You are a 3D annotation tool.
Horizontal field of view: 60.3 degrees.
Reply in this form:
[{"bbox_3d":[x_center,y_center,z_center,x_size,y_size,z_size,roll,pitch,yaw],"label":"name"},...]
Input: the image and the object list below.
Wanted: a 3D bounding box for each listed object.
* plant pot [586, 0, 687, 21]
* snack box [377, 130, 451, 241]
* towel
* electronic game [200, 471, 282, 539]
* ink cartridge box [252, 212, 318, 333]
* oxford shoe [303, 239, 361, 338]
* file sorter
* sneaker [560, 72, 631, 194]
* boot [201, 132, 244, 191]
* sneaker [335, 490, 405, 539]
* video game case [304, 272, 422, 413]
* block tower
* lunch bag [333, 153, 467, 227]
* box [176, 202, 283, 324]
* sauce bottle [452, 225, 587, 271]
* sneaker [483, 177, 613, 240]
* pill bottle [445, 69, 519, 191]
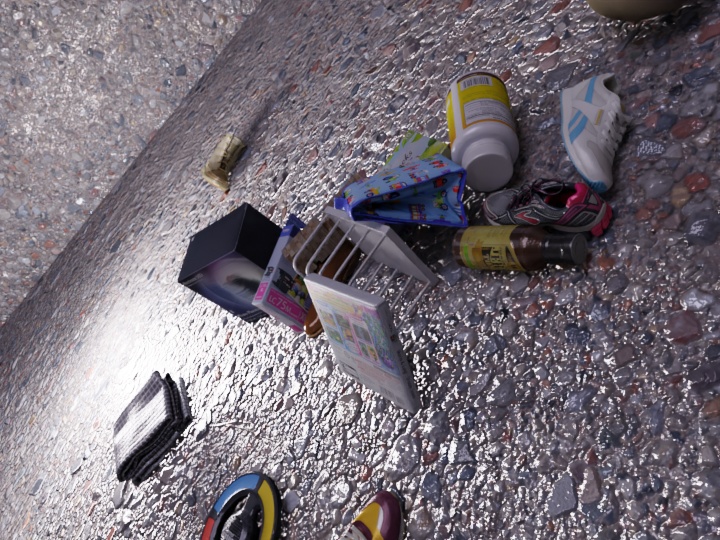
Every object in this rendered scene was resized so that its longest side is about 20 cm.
[{"bbox_3d":[0.402,-0.453,0.917,0.203,0.198,0.135,-62,0,-12],"label":"plant pot"},{"bbox_3d":[0.078,-0.150,1.141,0.201,0.053,0.142,-54,33,2],"label":"snack box"},{"bbox_3d":[-0.460,0.336,1.350,0.201,0.085,0.166,-49,35,8],"label":"towel"},{"bbox_3d":[-0.196,0.425,0.994,0.198,0.041,0.203,-31,41,31],"label":"electronic game"},{"bbox_3d":[-0.119,0.002,1.191,0.042,0.119,0.203,-9,54,45],"label":"ink cartridge box"},{"bbox_3d":[-0.069,0.027,1.155,0.071,0.071,0.203,-1,62,48],"label":"oxford shoe"},{"bbox_3d":[0.000,0.000,1.023,0.125,0.139,0.199,-54,34,-8],"label":"file sorter"},{"bbox_3d":[0.328,-0.196,0.859,0.080,0.076,0.203,-21,48,35],"label":"sneaker"},{"bbox_3d":[-0.405,-0.330,1.861,0.157,0.072,0.200,-54,29,6],"label":"boot"},{"bbox_3d":[-0.017,0.369,0.781,0.074,0.090,0.203,12,71,53],"label":"sneaker"},{"bbox_3d":[0.001,0.103,0.921,0.023,0.185,0.199,-31,26,-25],"label":"video game case"},{"bbox_3d":[-0.053,-0.082,1.132,0.200,0.058,0.054,-47,31,3],"label":"block tower"},{"bbox_3d":[0.055,-0.121,0.985,0.196,0.096,0.151,-6,19,-5],"label":"lunch bag"},{"bbox_3d":[-0.229,-0.006,1.262,0.198,0.197,0.125,-23,44,38],"label":"box"},{"bbox_3d":[0.216,-0.032,0.862,0.198,0.064,0.066,2,62,53],"label":"sauce bottle"},{"bbox_3d":[0.251,-0.097,0.868,0.198,0.074,0.082,7,66,53],"label":"sneaker"},{"bbox_3d":[0.198,-0.226,1.011,0.108,0.109,0.203,-29,42,32],"label":"pill bottle"}]
